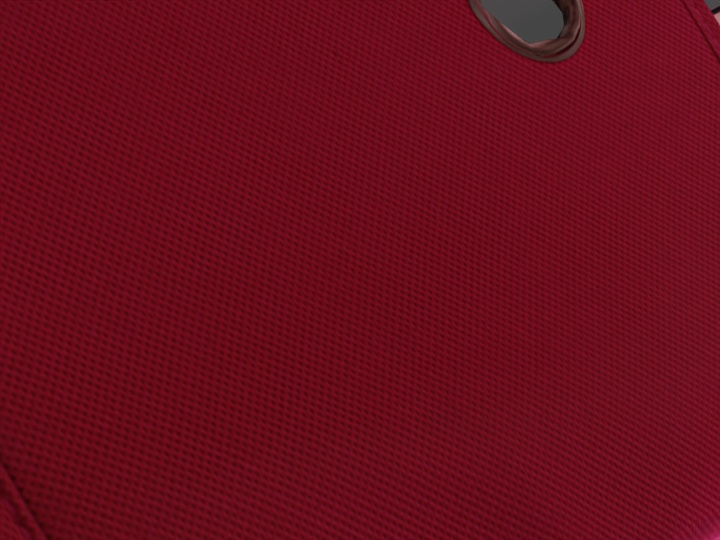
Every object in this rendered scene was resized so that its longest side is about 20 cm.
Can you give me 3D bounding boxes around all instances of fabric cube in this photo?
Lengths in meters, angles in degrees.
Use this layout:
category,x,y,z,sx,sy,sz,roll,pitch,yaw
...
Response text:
category,x,y,z,sx,sy,sz,roll,pitch,yaw
fabric cube,-0.064,0.011,0.449,0.199,0.197,0.200,-22,168,-49
